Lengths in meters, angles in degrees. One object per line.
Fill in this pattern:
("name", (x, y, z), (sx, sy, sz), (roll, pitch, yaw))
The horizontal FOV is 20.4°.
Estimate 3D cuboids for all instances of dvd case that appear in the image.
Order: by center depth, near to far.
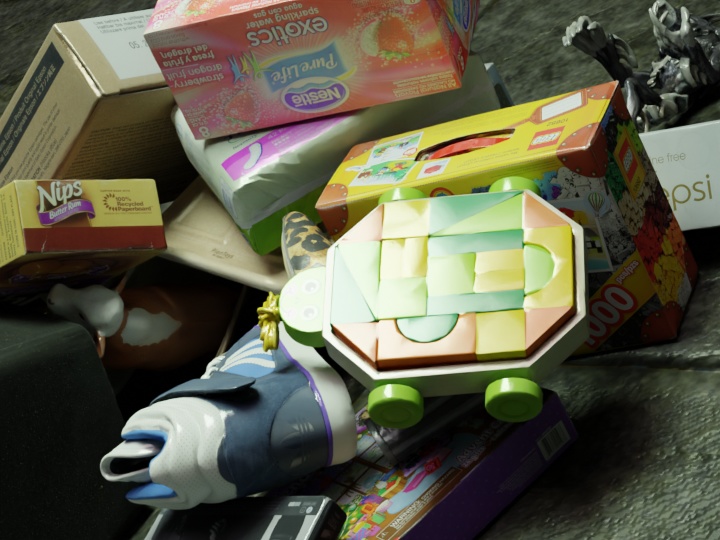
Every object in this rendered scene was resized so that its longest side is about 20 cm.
("dvd case", (-0.104, 0.217, 1.147), (0.150, 0.025, 0.201), (-6, 46, 46))

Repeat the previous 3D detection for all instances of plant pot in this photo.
("plant pot", (-0.263, 0.125, 1.354), (0.177, 0.201, 0.199), (-31, 23, -29))

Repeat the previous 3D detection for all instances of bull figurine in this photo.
("bull figurine", (-0.165, 0.041, 1.454), (0.121, 0.066, 0.199), (-9, -8, 39))

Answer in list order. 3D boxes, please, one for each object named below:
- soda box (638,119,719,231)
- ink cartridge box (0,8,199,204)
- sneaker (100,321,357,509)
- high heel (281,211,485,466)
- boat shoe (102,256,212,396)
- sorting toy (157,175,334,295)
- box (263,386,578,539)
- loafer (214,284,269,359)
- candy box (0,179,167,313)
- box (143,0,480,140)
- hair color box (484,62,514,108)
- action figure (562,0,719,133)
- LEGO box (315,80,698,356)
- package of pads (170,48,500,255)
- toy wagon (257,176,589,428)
("soda box", (0.192, -0.057, 1.330), (0.199, 0.069, 0.063), (-8, 1, 36))
("ink cartridge box", (-0.168, -0.117, 1.502), (0.199, 0.075, 0.165), (-16, -27, -45))
("sneaker", (-0.097, 0.090, 1.240), (0.145, 0.081, 0.200), (-12, 13, -17))
("high heel", (0.038, 0.010, 1.240), (0.142, 0.071, 0.201), (-32, 56, 2))
("boat shoe", (-0.183, 0.022, 1.583), (0.060, 0.072, 0.202), (1, 41, 39))
("sorting toy", (-0.047, -0.056, 1.443), (0.184, 0.037, 0.200), (16, 51, 46))
("box", (0.017, 0.135, 1.211), (0.200, 0.039, 0.136), (-41, 27, -23))
("loafer", (-0.083, 0.070, 1.405), (0.071, 0.063, 0.201), (-16, 28, 23))
("candy box", (-0.239, -0.010, 1.418), (0.116, 0.057, 0.199), (-3, -13, -39))
("box", (-0.030, -0.168, 1.343), (0.198, 0.095, 0.103), (-10, 38, 21))
("hair color box", (0.020, -0.107, 1.626), (0.199, 0.061, 0.099), (-4, 37, 42))
("action figure", (0.210, -0.149, 1.467), (0.118, 0.102, 0.200), (-16, 27, 49))
("LEGO box", (0.096, -0.021, 1.289), (0.199, 0.150, 0.077), (-12, 30, 32))
("package of pads", (-0.023, -0.111, 1.406), (0.199, 0.069, 0.155), (-30, 34, -8))
("toy wagon", (0.033, 0.017, 1.171), (0.198, 0.040, 0.156), (-4, 53, 10))
